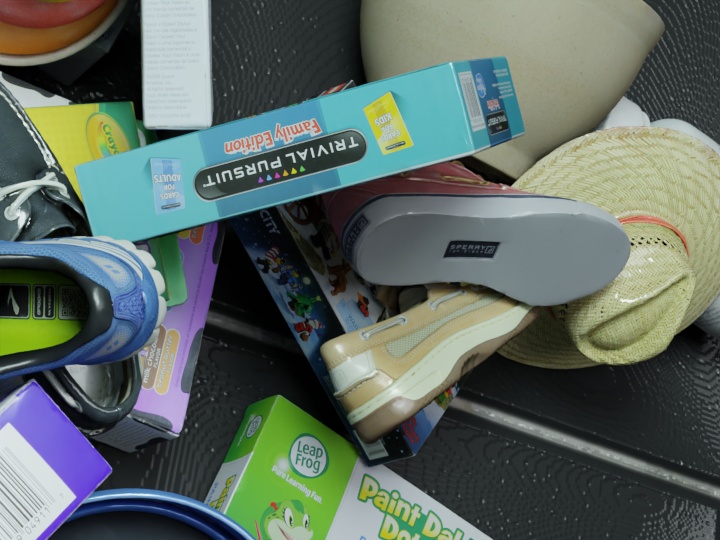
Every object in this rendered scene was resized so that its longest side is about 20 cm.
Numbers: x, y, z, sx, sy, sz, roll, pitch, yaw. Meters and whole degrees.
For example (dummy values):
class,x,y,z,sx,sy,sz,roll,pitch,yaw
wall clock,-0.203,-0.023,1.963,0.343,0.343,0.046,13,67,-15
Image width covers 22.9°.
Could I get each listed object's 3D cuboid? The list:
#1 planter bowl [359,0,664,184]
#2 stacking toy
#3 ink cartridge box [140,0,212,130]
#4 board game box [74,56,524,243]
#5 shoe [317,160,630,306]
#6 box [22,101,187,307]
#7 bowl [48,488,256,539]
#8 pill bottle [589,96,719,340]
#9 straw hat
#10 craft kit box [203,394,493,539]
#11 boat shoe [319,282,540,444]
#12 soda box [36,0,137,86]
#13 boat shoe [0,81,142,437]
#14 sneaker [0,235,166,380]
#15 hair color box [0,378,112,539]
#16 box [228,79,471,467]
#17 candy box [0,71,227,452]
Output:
class,x,y,z,sx,sy,sz,roll,pitch,yaw
planter bowl,0.080,-0.139,1.165,0.200,0.200,0.135,25,91,-24
stacking toy,-0.163,-0.185,0.918,0.145,0.200,0.147,-1,92,-22
ink cartridge box,-0.101,-0.182,0.989,0.040,0.200,0.201,1,96,-5
board game box,-0.025,-0.062,0.925,0.151,0.199,0.047,-27,102,-73
shoe,0.065,-0.036,1.058,0.199,0.072,0.091,4,37,-32
box,-0.184,-0.026,0.947,0.199,0.048,0.118,-8,82,-35
bowl,-0.129,0.215,0.956,0.199,0.039,0.202,-1,94,-11
pill bottle,0.221,-0.041,1.253,0.200,0.114,0.115,32,61,-21
straw hat,0.170,0.013,1.150,0.200,0.201,0.085,23,26,-25
craft kit box,-0.020,0.211,1.072,0.200,0.048,0.198,35,57,-19
boat shoe,0.043,0.029,1.060,0.076,0.072,0.200,54,32,3
soda box,-0.229,-0.196,1.043,0.200,0.068,0.064,34,63,-19
boat shoe,-0.161,-0.014,0.895,0.075,0.060,0.201,-27,93,-33
sneaker,-0.196,0.015,0.822,0.199,0.089,0.079,-5,90,9
hair color box,-0.213,0.126,0.877,0.065,0.200,0.109,49,57,-9
box,0.000,0.000,1.102,0.201,0.038,0.137,61,36,-16
candy box,-0.185,-0.009,1.013,0.199,0.071,0.169,23,65,-26
